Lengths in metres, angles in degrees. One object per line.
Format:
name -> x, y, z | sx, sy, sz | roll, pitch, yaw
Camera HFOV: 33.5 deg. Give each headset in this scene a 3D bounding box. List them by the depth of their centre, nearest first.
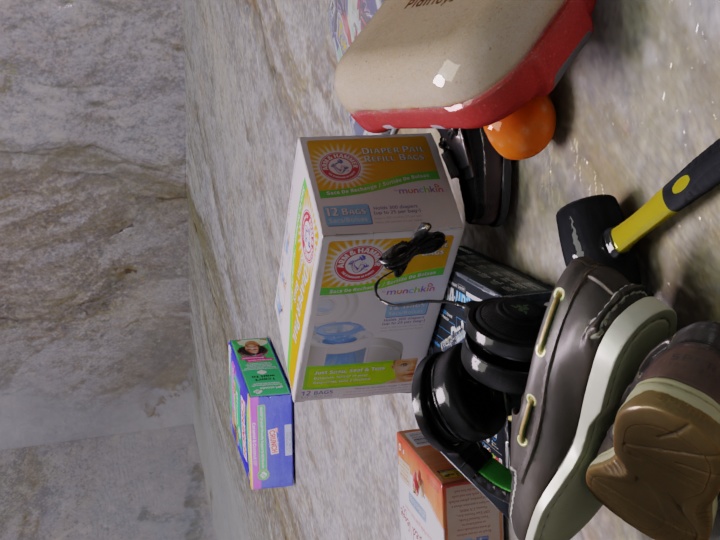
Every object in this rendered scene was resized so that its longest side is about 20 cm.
headset -> 0.087, 0.058, 0.777 | 0.200, 0.094, 0.124 | 47, 128, 10

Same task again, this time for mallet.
mallet -> 0.157, -0.044, 0.630 | 0.201, 0.040, 0.067 | 118, 141, -59

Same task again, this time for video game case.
video game case -> 0.006, -0.224, 1.187 | 0.183, 0.023, 0.203 | 116, 145, -65

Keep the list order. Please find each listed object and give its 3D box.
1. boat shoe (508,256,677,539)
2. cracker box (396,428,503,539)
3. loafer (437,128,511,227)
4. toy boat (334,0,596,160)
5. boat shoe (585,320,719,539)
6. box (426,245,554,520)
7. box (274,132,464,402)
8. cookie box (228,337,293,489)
boat shoe -> 0.119, 0.083, 0.683 | 0.061, 0.071, 0.203 | 42, 136, 33
cracker box -> 0.077, 0.251, 1.026 | 0.134, 0.057, 0.204 | -144, 49, -72
loafer -> 0.070, -0.131, 0.884 | 0.072, 0.062, 0.204 | -170, 74, -76
toy boat -> 0.078, -0.124, 0.769 | 0.131, 0.131, 0.199 | 47, 161, -27
boat shoe -> 0.162, 0.088, 0.607 | 0.073, 0.065, 0.201 | 31, 162, 15
box -> 0.094, 0.076, 0.906 | 0.200, 0.045, 0.162 | -147, 53, -72
box -> 0.000, 0.000, 0.939 | 0.202, 0.111, 0.102 | 103, 159, -47
cookie box -> -0.165, 0.231, 1.961 | 0.200, 0.074, 0.174 | -125, 33, -62
